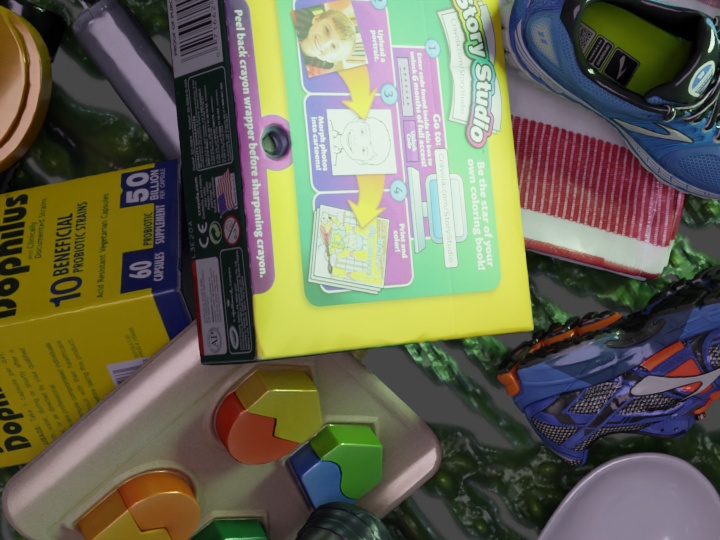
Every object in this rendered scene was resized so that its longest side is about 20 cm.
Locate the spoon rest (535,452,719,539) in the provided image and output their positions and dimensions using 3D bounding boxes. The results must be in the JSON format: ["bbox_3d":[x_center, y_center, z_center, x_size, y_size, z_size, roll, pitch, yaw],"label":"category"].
[{"bbox_3d":[0.114,0.174,0.880,0.200,0.061,0.100,-27,97,6],"label":"spoon rest"}]

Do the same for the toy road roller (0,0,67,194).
[{"bbox_3d":[-0.268,-0.120,0.858,0.200,0.146,0.123,19,92,3],"label":"toy road roller"}]

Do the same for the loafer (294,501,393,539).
[{"bbox_3d":[-0.001,0.230,0.864,0.073,0.072,0.200,-7,111,43],"label":"loafer"}]

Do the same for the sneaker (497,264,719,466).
[{"bbox_3d":[0.180,0.051,0.870,0.200,0.075,0.079,-20,102,20],"label":"sneaker"}]

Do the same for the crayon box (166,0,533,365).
[{"bbox_3d":[-0.003,-0.061,0.778,0.172,0.058,0.201,-4,88,-38],"label":"crayon box"}]

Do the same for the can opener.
[{"bbox_3d":[-0.129,-0.145,0.895,0.067,0.053,0.200,-37,90,4],"label":"can opener"}]

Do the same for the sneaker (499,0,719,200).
[{"bbox_3d":[0.169,-0.092,0.826,0.200,0.089,0.079,25,90,-18],"label":"sneaker"}]

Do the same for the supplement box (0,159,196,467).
[{"bbox_3d":[-0.181,0.030,0.853,0.199,0.109,0.110,-12,133,4],"label":"supplement box"}]

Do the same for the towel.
[{"bbox_3d":[0.130,-0.105,0.871,0.144,0.023,0.201,14,92,-16],"label":"towel"}]

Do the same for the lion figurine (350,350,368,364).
[{"bbox_3d":[0.000,0.000,0.878,0.200,0.072,0.123,-39,125,-4],"label":"lion figurine"}]

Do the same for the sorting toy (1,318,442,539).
[{"bbox_3d":[-0.065,0.116,0.846,0.185,0.200,0.036,-40,45,4],"label":"sorting toy"}]
